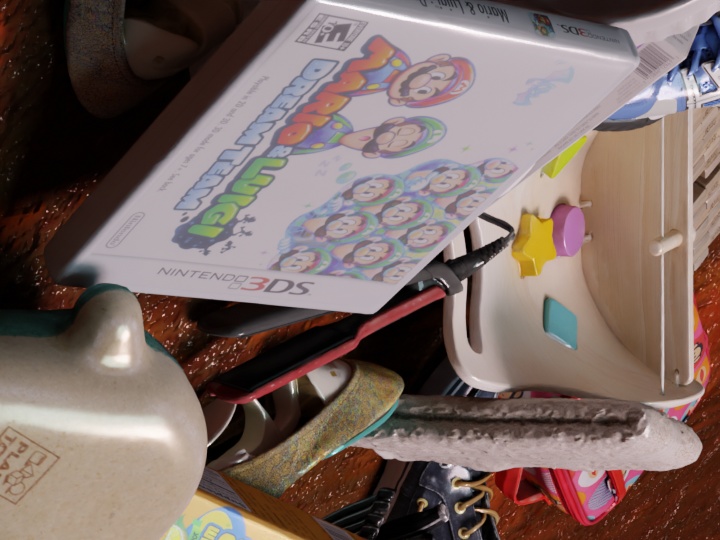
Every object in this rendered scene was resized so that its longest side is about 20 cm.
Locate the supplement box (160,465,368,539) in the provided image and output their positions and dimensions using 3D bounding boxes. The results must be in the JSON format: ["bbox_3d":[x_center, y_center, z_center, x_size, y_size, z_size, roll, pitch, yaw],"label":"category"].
[{"bbox_3d":[-0.067,0.142,1.235,0.199,0.069,0.067,28,97,-29],"label":"supplement box"}]

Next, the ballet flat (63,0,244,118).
[{"bbox_3d":[-0.078,-0.127,0.995,0.068,0.067,0.201,-38,150,-35],"label":"ballet flat"}]

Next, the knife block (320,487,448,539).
[{"bbox_3d":[-0.011,0.204,1.393,0.064,0.175,0.201,-61,167,-49],"label":"knife block"}]

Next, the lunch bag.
[{"bbox_3d":[0.157,0.087,1.705,0.176,0.082,0.200,-48,153,-11],"label":"lunch bag"}]

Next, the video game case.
[{"bbox_3d":[-0.008,-0.048,1.049,0.181,0.024,0.200,6,142,-40],"label":"video game case"}]

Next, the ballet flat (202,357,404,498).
[{"bbox_3d":[-0.047,0.083,1.333,0.200,0.071,0.071,-37,150,-41],"label":"ballet flat"}]

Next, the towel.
[{"bbox_3d":[0.088,0.096,1.451,0.132,0.199,0.035,25,67,-68],"label":"towel"}]

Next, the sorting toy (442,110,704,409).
[{"bbox_3d":[0.109,-0.013,1.428,0.180,0.106,0.201,-16,109,-47],"label":"sorting toy"}]

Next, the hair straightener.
[{"bbox_3d":[0.000,0.000,1.297,0.199,0.041,0.077,-22,112,-30],"label":"hair straightener"}]

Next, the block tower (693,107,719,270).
[{"bbox_3d":[0.209,-0.078,1.619,0.058,0.054,0.200,-48,155,-17],"label":"block tower"}]

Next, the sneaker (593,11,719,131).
[{"bbox_3d":[0.183,-0.125,1.373,0.199,0.076,0.077,-11,168,-30],"label":"sneaker"}]

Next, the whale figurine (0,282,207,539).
[{"bbox_3d":[-0.158,0.056,1.062,0.159,0.104,0.200,-47,134,10],"label":"whale figurine"}]

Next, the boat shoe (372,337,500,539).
[{"bbox_3d":[0.061,0.145,1.570,0.071,0.091,0.201,-8,127,-60],"label":"boat shoe"}]

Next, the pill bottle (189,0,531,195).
[{"bbox_3d":[0.005,-0.089,1.147,0.111,0.110,0.200,-61,156,10],"label":"pill bottle"}]

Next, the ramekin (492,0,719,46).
[{"bbox_3d":[0.109,-0.195,1.119,0.201,0.200,0.105,-56,167,-1],"label":"ramekin"}]

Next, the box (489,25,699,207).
[{"bbox_3d":[0.097,-0.086,1.256,0.200,0.041,0.039,-39,-161,51],"label":"box"}]
